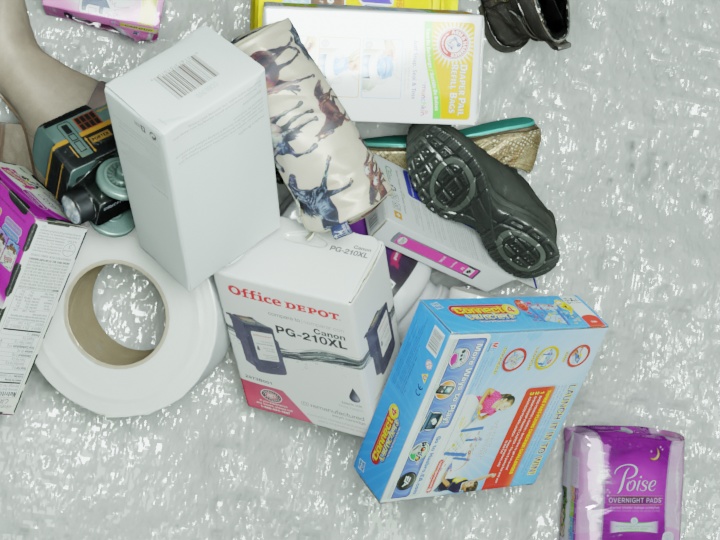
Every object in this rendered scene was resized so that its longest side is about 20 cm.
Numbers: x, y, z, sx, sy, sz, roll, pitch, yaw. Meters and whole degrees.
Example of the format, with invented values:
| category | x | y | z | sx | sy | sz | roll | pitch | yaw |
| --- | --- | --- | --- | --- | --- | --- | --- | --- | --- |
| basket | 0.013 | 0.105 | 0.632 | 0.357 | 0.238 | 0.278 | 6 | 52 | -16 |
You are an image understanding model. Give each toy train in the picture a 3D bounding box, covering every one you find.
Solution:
| category | x | y | z | sx | sy | sz | roll | pitch | yaw |
| --- | --- | --- | --- | --- | --- | --- | --- | --- | --- |
| toy train | -0.201 | -0.113 | 1.333 | 0.200 | 0.085 | 0.114 | -31 | 72 | -32 |

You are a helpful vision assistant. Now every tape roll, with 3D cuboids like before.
| category | x | y | z | sx | sy | sz | roll | pitch | yaw |
| --- | --- | --- | --- | --- | --- | --- | --- | --- | --- |
| tape roll | -0.222 | 0.037 | 1.399 | 0.202 | 0.071 | 0.203 | 2 | 101 | 11 |

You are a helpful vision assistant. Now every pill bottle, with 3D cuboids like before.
| category | x | y | z | sx | sy | sz | roll | pitch | yaw |
| --- | --- | --- | --- | --- | --- | --- | --- | --- | --- |
| pill bottle | 0.000 | 0.000 | 1.451 | 0.200 | 0.111 | 0.111 | 39 | 85 | -9 |

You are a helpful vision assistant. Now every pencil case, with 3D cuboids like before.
| category | x | y | z | sx | sy | sz | roll | pitch | yaw |
| --- | --- | --- | --- | --- | --- | --- | --- | --- | --- |
| pencil case | -0.055 | -0.125 | 1.276 | 0.089 | 0.078 | 0.200 | -34 | 106 | -8 |

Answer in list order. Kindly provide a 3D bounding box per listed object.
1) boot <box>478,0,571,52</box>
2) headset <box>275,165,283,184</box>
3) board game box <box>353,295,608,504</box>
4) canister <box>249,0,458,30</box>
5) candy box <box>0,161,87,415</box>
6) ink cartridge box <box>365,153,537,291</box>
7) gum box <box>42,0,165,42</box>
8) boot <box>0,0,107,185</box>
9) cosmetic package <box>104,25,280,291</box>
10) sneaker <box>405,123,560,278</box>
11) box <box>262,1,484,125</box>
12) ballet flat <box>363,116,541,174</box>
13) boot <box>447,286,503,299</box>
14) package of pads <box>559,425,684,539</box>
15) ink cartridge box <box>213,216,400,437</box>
| category | x | y | z | sx | sy | sz | roll | pitch | yaw |
| --- | --- | --- | --- | --- | --- | --- | --- | --- | --- |
| boot | 0.152 | -0.306 | 1.439 | 0.069 | 0.174 | 0.200 | -22 | 95 | -8 |
| headset | -0.175 | -0.087 | 1.429 | 0.200 | 0.094 | 0.124 | -2 | 92 | 2 |
| board game box | 0.115 | 0.121 | 1.392 | 0.196 | 0.056 | 0.200 | 0 | 124 | -36 |
| canister | -0.010 | -0.226 | 1.459 | 0.200 | 0.087 | 0.149 | 2 | 93 | -8 |
| candy box | -0.339 | 0.015 | 1.353 | 0.061 | 0.136 | 0.200 | 11 | 110 | -44 |
| ink cartridge box | 0.087 | -0.040 | 1.459 | 0.200 | 0.095 | 0.037 | 22 | 128 | -30 |
| gum box | -0.237 | -0.329 | 1.426 | 0.113 | 0.066 | 0.200 | 11 | 89 | -8 |
| boot | -0.288 | -0.171 | 1.401 | 0.146 | 0.070 | 0.200 | 10 | 103 | 10 |
| cosmetic package | -0.137 | -0.091 | 1.234 | 0.113 | 0.200 | 0.081 | -36 | 59 | -27 |
| sneaker | 0.121 | -0.081 | 1.448 | 0.076 | 0.091 | 0.200 | -33 | 111 | 31 |
| box | 0.007 | -0.194 | 1.361 | 0.200 | 0.113 | 0.102 | 2 | 102 | -4 |
| ballet flat | 0.090 | -0.112 | 1.490 | 0.200 | 0.071 | 0.065 | -7 | 107 | -6 |
| boot | 0.148 | 0.076 | 1.458 | 0.200 | 0.073 | 0.090 | 17 | 90 | -47 |
| package of pads | 0.272 | 0.263 | 1.522 | 0.120 | 0.076 | 0.200 | 3 | 91 | -12 |
| ink cartridge box | -0.045 | 0.054 | 1.378 | 0.145 | 0.200 | 0.084 | 13 | 49 | 21 |
